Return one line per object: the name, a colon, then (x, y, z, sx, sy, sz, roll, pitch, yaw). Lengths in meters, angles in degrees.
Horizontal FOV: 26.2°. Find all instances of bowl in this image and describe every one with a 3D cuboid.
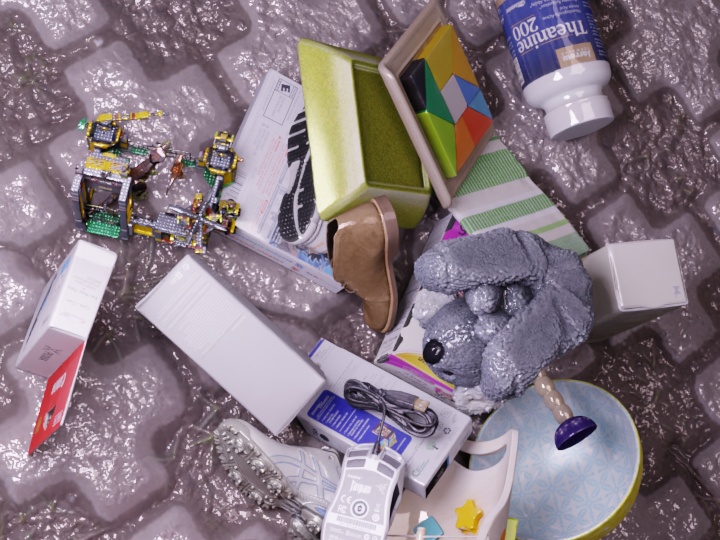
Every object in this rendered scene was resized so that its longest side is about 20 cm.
bowl: (0.232, 0.235, 1.745, 0.108, 0.199, 0.201, 53, 54, -49)

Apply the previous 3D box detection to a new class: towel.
towel: (0.163, -0.074, 1.807, 0.152, 0.023, 0.200, -17, 59, -40)

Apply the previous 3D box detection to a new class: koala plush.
koala plush: (0.135, 0.063, 1.643, 0.183, 0.200, 0.178, -21, 74, -36)

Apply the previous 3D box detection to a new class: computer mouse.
computer mouse: (0.009, 0.221, 1.627, 0.109, 0.044, 0.201, 14, 75, 14)

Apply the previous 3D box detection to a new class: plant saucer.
plant saucer: (0.016, -0.153, 1.709, 0.199, 0.048, 0.201, 2, 79, -56)

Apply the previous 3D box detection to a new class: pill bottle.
pill bottle: (0.243, -0.267, 1.899, 0.111, 0.111, 0.201, -13, 80, -25)

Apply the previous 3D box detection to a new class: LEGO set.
LEGO set: (-0.219, -0.105, 1.635, 0.199, 0.116, 0.154, 20, 66, 2)

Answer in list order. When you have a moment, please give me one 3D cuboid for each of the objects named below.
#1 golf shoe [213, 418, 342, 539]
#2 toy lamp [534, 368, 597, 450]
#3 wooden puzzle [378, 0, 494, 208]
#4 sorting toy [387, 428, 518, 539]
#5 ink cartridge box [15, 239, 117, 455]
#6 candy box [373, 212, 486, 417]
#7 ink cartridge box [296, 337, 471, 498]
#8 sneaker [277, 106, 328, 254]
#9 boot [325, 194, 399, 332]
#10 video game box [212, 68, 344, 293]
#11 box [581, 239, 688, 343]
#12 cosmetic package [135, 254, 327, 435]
golf shoe: (-0.071, 0.217, 1.667, 0.200, 0.078, 0.097, 46, 52, -13)
toy lamp: (0.187, 0.104, 1.716, 0.058, 0.058, 0.200, -19, 66, -25)
wooden puzzle: (0.096, -0.196, 1.767, 0.185, 0.037, 0.200, 63, 32, -24)
sorting toy: (0.108, 0.255, 1.672, 0.107, 0.200, 0.181, 34, 63, -33)
ink cartridge box: (-0.305, 0.080, 1.529, 0.045, 0.200, 0.177, 21, 69, -15)
candy box: (0.118, 0.050, 1.788, 0.136, 0.061, 0.201, 29, 67, -12)
ink cartridge box: (0.014, 0.160, 1.699, 0.200, 0.039, 0.100, 29, 63, 20)
sneaker: (-0.038, -0.108, 1.725, 0.080, 0.074, 0.201, 29, 63, -39)
boot: (0.000, 0.000, 1.699, 0.075, 0.200, 0.074, -18, 50, -11)
video game box: (-0.065, -0.103, 1.765, 0.182, 0.047, 0.201, 27, 67, -11)
box: (0.282, 0.029, 1.784, 0.095, 0.200, 0.078, -4, 77, -23)
cosmetic package: (-0.133, 0.076, 1.636, 0.090, 0.107, 0.200, -45, 90, -1)
